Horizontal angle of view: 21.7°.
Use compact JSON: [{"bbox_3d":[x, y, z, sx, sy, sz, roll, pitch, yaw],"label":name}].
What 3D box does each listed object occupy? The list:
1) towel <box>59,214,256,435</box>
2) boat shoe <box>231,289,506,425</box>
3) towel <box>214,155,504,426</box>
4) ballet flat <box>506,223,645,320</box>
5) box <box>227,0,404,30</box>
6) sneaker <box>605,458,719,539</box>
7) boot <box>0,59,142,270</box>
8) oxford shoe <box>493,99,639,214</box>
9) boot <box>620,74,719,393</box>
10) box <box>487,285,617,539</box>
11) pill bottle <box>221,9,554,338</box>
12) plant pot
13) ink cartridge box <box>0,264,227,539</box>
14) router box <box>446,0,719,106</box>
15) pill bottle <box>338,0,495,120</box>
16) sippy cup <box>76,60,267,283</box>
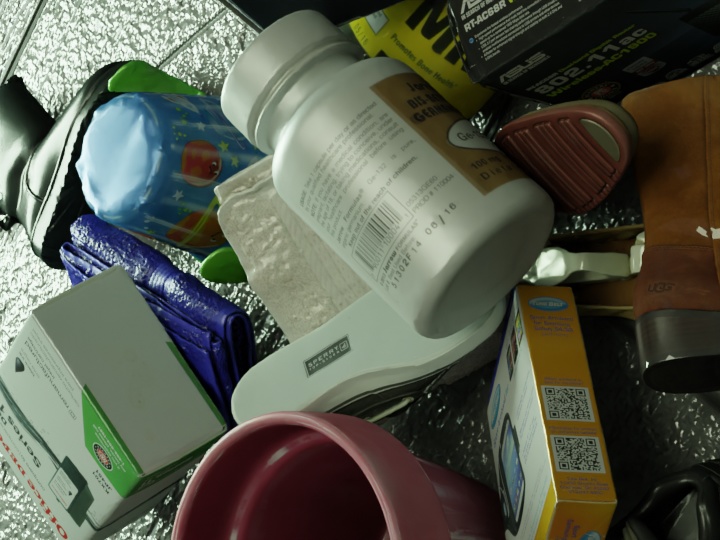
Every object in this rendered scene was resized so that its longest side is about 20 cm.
[{"bbox_3d":[-0.148,0.054,1.405,0.200,0.050,0.148,31,141,41],"label":"towel"},{"bbox_3d":[0.013,0.059,1.224,0.200,0.064,0.071,-26,52,21],"label":"boat shoe"},{"bbox_3d":[0.000,0.000,1.254,0.132,0.034,0.200,-31,99,19],"label":"towel"},{"bbox_3d":[0.168,0.002,1.165,0.200,0.063,0.069,-8,76,41],"label":"ballet flat"},{"bbox_3d":[0.004,-0.274,1.183,0.200,0.124,0.197,-15,47,43],"label":"box"},{"bbox_3d":[0.177,0.204,1.096,0.076,0.114,0.200,24,102,43],"label":"sneaker"},{"bbox_3d":[-0.256,-0.112,1.559,0.162,0.073,0.198,41,111,41],"label":"boot"},{"bbox_3d":[0.125,-0.077,1.159,0.070,0.075,0.200,50,160,-6],"label":"oxford shoe"},{"bbox_3d":[0.249,-0.027,1.097,0.188,0.068,0.200,-7,57,17],"label":"boot"},{"bbox_3d":[0.112,0.103,1.143,0.200,0.041,0.119,-92,9,-47],"label":"box"},{"bbox_3d":[0.012,-0.064,1.145,0.200,0.114,0.114,45,114,21],"label":"pill bottle"},{"bbox_3d":[0.008,0.193,1.201,0.200,0.179,0.200,-8,78,41],"label":"plant pot"},{"bbox_3d":[-0.196,0.109,1.387,0.147,0.083,0.200,55,148,9],"label":"ink cartridge box"},{"bbox_3d":[0.175,-0.170,1.126,0.200,0.150,0.062,-31,65,35],"label":"router box"},{"bbox_3d":[0.080,-0.192,1.238,0.200,0.114,0.114,-48,56,27],"label":"pill bottle"},{"bbox_3d":[-0.133,-0.075,1.401,0.178,0.130,0.140,20,97,42],"label":"sippy cup"}]
